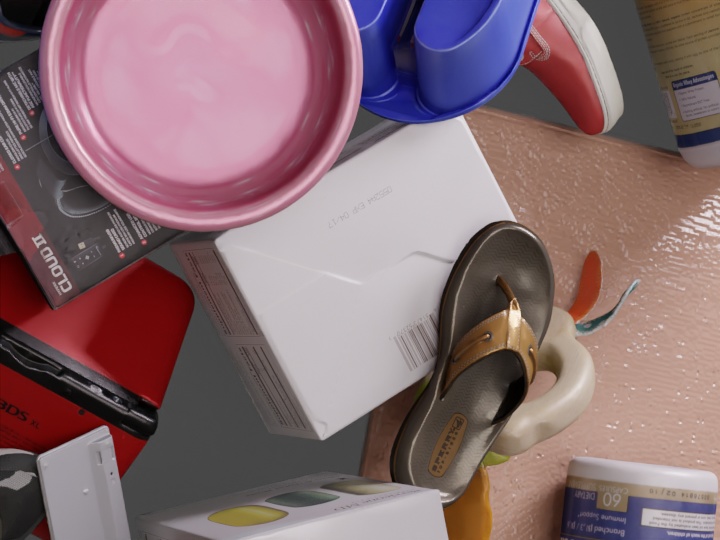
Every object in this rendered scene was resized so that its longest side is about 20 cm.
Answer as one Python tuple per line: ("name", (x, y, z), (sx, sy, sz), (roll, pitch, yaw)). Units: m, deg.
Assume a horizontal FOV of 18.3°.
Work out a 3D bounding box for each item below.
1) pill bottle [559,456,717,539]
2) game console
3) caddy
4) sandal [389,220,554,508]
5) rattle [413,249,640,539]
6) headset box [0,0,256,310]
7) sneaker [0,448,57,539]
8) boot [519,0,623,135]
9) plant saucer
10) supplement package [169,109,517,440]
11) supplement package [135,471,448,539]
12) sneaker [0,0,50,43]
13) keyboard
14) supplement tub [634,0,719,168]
("pill bottle", (0.194, 0.240, 1.608), (0.110, 0.111, 0.202), (8, 86, -21))
("game console", (-0.235, 0.055, 1.494), (0.199, 0.119, 0.173), (31, 109, -18))
("caddy", (0.050, -0.198, 1.510), (0.140, 0.105, 0.201), (14, 69, 17))
("sandal", (0.080, 0.066, 1.479), (0.081, 0.055, 0.201), (29, 82, -23))
("rattle", (0.133, 0.097, 1.613), (0.200, 0.130, 0.144), (-43, 117, -44))
("headset box", (-0.166, -0.078, 1.431), (0.199, 0.077, 0.149), (-32, 95, -6))
("sneaker", (-0.277, 0.190, 1.426), (0.199, 0.085, 0.075), (-33, 115, -9))
("boot", (0.088, -0.160, 1.600), (0.144, 0.072, 0.201), (-35, 93, -18))
("plant saucer", (-0.099, -0.125, 1.378), (0.199, 0.051, 0.202), (0, 90, -9))
("supplement package", (0.000, 0.000, 1.537), (0.199, 0.111, 0.156), (-31, 100, -19))
("supplement package", (-0.039, 0.225, 1.469), (0.151, 0.200, 0.152), (-12, 93, -22))
("sneaker", (-0.169, -0.192, 1.489), (0.199, 0.084, 0.075), (-17, 95, -21))
("keyboard", (-0.174, 0.202, 1.479), (0.056, 0.011, 0.201), (-21, 116, -29))
("supplement tub", (0.278, -0.189, 1.632), (0.144, 0.144, 0.201), (-20, 96, -20))
